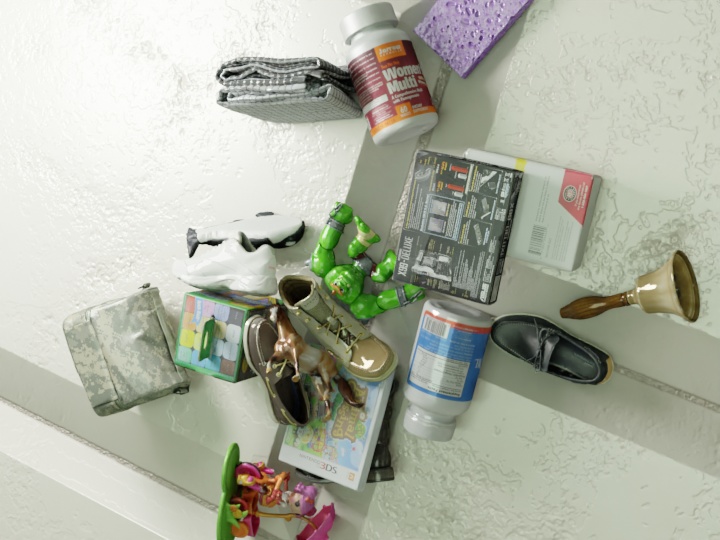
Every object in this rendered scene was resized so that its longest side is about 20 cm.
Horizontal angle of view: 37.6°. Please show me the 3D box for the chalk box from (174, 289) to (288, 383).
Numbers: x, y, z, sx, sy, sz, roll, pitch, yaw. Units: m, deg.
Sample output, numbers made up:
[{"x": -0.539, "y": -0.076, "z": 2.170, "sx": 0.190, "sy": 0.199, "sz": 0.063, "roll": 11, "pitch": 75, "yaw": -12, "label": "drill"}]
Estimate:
[{"x": -0.221, "y": 0.104, "z": 1.734, "sx": 0.122, "sy": 0.200, "sz": 0.126, "roll": 15, "pitch": 98, "yaw": 21, "label": "chalk box"}]

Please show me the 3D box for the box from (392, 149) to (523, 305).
[{"x": 0.142, "y": -0.064, "z": 1.566, "sx": 0.156, "sy": 0.050, "sz": 0.203, "roll": 14, "pitch": 101, "yaw": 21, "label": "box"}]

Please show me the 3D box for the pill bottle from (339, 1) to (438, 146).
[{"x": 0.041, "y": -0.305, "z": 1.648, "sx": 0.109, "sy": 0.109, "sz": 0.202, "roll": -21, "pitch": 86, "yaw": 22, "label": "pill bottle"}]

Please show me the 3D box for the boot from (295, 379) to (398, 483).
[{"x": -0.021, "y": 0.260, "z": 1.745, "sx": 0.198, "sy": 0.069, "sz": 0.177, "roll": -7, "pitch": 82, "yaw": 27, "label": "boot"}]

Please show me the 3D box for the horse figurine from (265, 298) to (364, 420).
[{"x": -0.080, "y": 0.149, "z": 1.652, "sx": 0.199, "sy": 0.133, "sz": 0.050, "roll": 39, "pitch": 117, "yaw": -24, "label": "horse figurine"}]

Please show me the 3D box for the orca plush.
[{"x": -0.188, "y": -0.040, "z": 1.766, "sx": 0.198, "sy": 0.105, "sz": 0.072, "roll": -14, "pitch": 119, "yaw": -10, "label": "orca plush"}]

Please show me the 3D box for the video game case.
[{"x": -0.041, "y": 0.234, "z": 1.712, "sx": 0.181, "sy": 0.022, "sz": 0.202, "roll": 12, "pitch": 84, "yaw": 41, "label": "video game case"}]

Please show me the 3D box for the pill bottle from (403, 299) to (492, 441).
[{"x": 0.129, "y": 0.156, "z": 1.644, "sx": 0.111, "sy": 0.112, "sz": 0.202, "roll": 18, "pitch": 101, "yaw": 20, "label": "pill bottle"}]

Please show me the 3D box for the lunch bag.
[{"x": -0.395, "y": 0.140, "z": 1.840, "sx": 0.166, "sy": 0.139, "sz": 0.202, "roll": -21, "pitch": 87, "yaw": 22, "label": "lunch bag"}]

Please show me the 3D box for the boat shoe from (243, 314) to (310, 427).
[{"x": -0.130, "y": 0.163, "z": 1.690, "sx": 0.059, "sy": 0.072, "sz": 0.202, "roll": 9, "pitch": 123, "yaw": 43, "label": "boat shoe"}]

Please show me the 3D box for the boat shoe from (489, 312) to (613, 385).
[{"x": 0.285, "y": 0.119, "z": 1.604, "sx": 0.198, "sy": 0.062, "sz": 0.075, "roll": 23, "pitch": 104, "yaw": 20, "label": "boat shoe"}]

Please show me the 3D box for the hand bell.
[{"x": 0.386, "y": 0.042, "z": 1.559, "sx": 0.198, "sy": 0.104, "sz": 0.105, "roll": -15, "pitch": 88, "yaw": 35, "label": "hand bell"}]

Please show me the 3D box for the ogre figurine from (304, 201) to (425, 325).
[{"x": 0.000, "y": 0.000, "z": 1.698, "sx": 0.120, "sy": 0.098, "sz": 0.200, "roll": -45, "pitch": 105, "yaw": 4, "label": "ogre figurine"}]

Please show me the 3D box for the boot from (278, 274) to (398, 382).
[{"x": -0.039, "y": 0.087, "z": 1.650, "sx": 0.072, "sy": 0.155, "sz": 0.199, "roll": -48, "pitch": 42, "yaw": -10, "label": "boot"}]

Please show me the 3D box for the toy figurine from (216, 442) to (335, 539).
[{"x": -0.131, "y": 0.386, "z": 1.755, "sx": 0.182, "sy": 0.151, "sz": 0.202, "roll": 8, "pitch": 120, "yaw": 9, "label": "toy figurine"}]

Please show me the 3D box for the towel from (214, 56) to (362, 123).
[{"x": -0.109, "y": -0.292, "z": 1.682, "sx": 0.198, "sy": 0.165, "sz": 0.087, "roll": -1, "pitch": 88, "yaw": 22, "label": "towel"}]

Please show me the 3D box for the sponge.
[{"x": 0.185, "y": -0.406, "z": 1.625, "sx": 0.112, "sy": 0.030, "sz": 0.200, "roll": 47, "pitch": 108, "yaw": 13, "label": "sponge"}]

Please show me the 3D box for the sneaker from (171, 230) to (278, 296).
[{"x": -0.213, "y": -0.014, "z": 1.700, "sx": 0.198, "sy": 0.078, "sz": 0.101, "roll": 5, "pitch": 84, "yaw": 24, "label": "sneaker"}]

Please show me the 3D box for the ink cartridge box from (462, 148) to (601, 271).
[{"x": 0.246, "y": -0.094, "z": 1.593, "sx": 0.198, "sy": 0.083, "sz": 0.147, "roll": 15, "pitch": 100, "yaw": 20, "label": "ink cartridge box"}]
